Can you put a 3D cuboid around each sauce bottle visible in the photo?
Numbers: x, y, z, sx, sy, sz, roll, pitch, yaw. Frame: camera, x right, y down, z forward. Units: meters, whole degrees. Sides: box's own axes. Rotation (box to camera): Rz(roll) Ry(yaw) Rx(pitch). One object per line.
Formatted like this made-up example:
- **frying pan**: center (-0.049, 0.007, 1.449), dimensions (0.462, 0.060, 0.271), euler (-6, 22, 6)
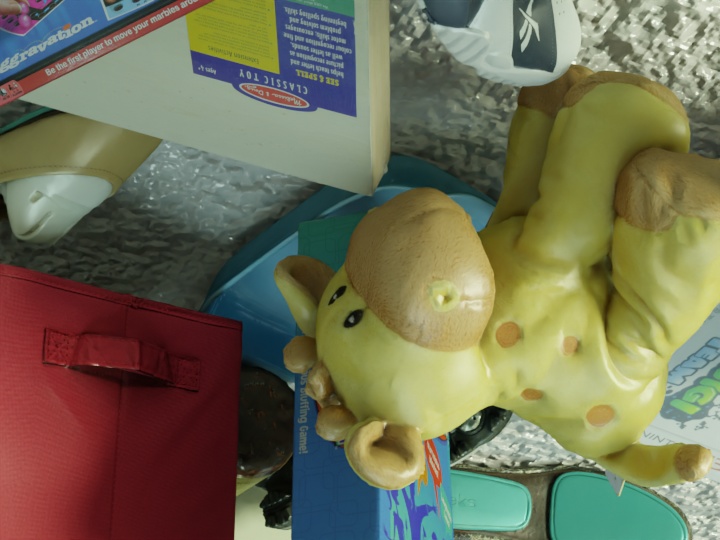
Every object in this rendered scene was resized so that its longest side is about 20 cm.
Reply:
- **sauce bottle**: center (-0.093, 0.109, 0.965), dimensions (0.066, 0.066, 0.200), euler (14, 160, -18)

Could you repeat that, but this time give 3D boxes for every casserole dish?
- **casserole dish**: center (0.000, 0.000, 0.864), dimensions (0.121, 0.039, 0.200), euler (27, 136, -32)

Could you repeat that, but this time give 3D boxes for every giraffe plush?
- **giraffe plush**: center (0.051, 0.014, 0.696), dimensions (0.162, 0.173, 0.200), euler (-4, 104, -19)

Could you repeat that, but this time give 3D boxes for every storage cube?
- **storage cube**: center (-0.181, 0.108, 0.828), dimensions (0.200, 0.180, 0.171), euler (-10, 163, 39)

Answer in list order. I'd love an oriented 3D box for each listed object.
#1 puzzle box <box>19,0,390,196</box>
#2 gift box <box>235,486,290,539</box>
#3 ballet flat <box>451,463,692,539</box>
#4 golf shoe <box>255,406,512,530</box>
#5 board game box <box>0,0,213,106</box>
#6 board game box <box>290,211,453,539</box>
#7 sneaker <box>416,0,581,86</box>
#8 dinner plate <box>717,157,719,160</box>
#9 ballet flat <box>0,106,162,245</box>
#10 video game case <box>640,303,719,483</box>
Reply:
- **puzzle box**: center (-0.083, -0.105, 0.677), dimensions (0.200, 0.025, 0.133), euler (16, 145, 13)
- **gift box**: center (-0.068, 0.259, 1.089), dimensions (0.200, 0.187, 0.184), euler (28, 136, -31)
- **ballet flat**: center (0.116, 0.163, 1.073), dimensions (0.200, 0.068, 0.075), euler (8, 165, -2)
- **golf shoe**: center (0.022, 0.101, 0.988), dimensions (0.200, 0.077, 0.088), euler (-27, 156, 35)
- **board game box**: center (-0.093, -0.141, 0.605), dimensions (0.200, 0.019, 0.103), euler (-21, 105, 28)
- **board game box**: center (0.009, 0.095, 0.794), dimensions (0.045, 0.200, 0.152), euler (-10, 143, 12)
- **sneaker**: center (0.078, -0.154, 0.619), dimensions (0.129, 0.080, 0.199), euler (-10, 133, 27)
- **dinner plate**: center (0.219, -0.005, 0.762), dimensions (0.200, 0.024, 0.200), euler (2, 141, 1)
- **ballet flat**: center (-0.178, -0.033, 0.794), dimensions (0.200, 0.063, 0.069), euler (-15, 163, 22)
- **video game case**: center (0.223, 0.049, 0.793), dimensions (0.182, 0.024, 0.200), euler (21, 138, -21)
